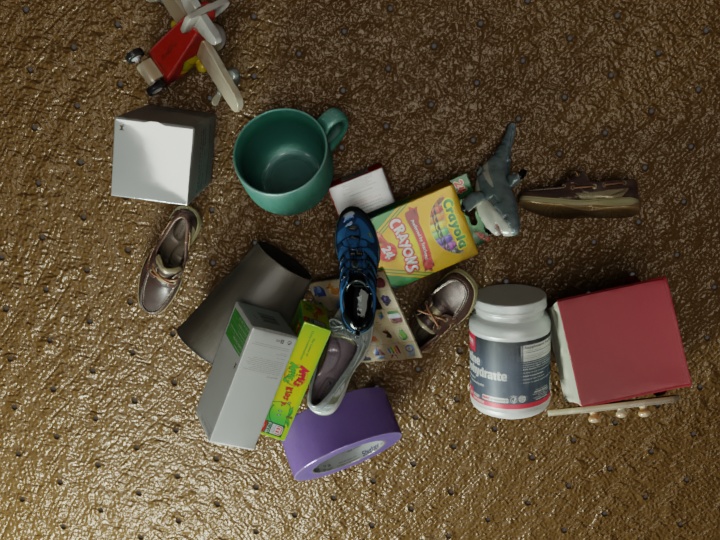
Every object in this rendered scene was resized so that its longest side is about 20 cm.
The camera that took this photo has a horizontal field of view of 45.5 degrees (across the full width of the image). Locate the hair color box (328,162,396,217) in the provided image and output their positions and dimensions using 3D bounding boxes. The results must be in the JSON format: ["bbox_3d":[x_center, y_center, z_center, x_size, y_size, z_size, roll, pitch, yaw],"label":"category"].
[{"bbox_3d":[0.026,-0.069,1.452,0.100,0.061,0.202,-20,104,4],"label":"hair color box"}]

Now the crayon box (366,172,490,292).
[{"bbox_3d":[0.106,-0.063,1.400,0.198,0.051,0.128,-23,105,2],"label":"crayon box"}]

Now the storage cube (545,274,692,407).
[{"bbox_3d":[0.419,0.119,1.425,0.178,0.171,0.202,-13,83,4],"label":"storage cube"}]

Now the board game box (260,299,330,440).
[{"bbox_3d":[-0.110,0.160,1.392,0.047,0.102,0.202,20,104,-13],"label":"board game box"}]

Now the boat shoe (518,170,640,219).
[{"bbox_3d":[0.366,-0.131,1.441,0.197,0.072,0.073,1,75,10],"label":"boat shoe"}]

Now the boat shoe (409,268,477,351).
[{"bbox_3d":[0.126,0.077,1.434,0.072,0.072,0.200,45,136,7],"label":"boat shoe"}]

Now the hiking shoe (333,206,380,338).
[{"bbox_3d":[0.000,0.000,1.328,0.073,0.087,0.203,-5,91,-4],"label":"hiking shoe"}]

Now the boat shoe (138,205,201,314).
[{"bbox_3d":[-0.327,-0.011,1.444,0.072,0.072,0.201,27,104,-8],"label":"boat shoe"}]

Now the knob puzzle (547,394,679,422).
[{"bbox_3d":[0.446,0.234,1.441,0.217,0.220,0.031,-7,80,2],"label":"knob puzzle"}]

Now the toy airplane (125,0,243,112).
[{"bbox_3d":[-0.256,-0.362,1.331,0.198,0.141,0.202,20,123,27],"label":"toy airplane"}]

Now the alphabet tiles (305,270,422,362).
[{"bbox_3d":[-0.006,0.085,1.461,0.198,0.008,0.168,-9,115,39],"label":"alphabet tiles"}]

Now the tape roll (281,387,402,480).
[{"bbox_3d":[-0.034,0.281,1.472,0.198,0.200,0.086,-25,69,6],"label":"tape roll"}]

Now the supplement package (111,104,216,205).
[{"bbox_3d":[-0.305,-0.185,1.348,0.120,0.200,0.121,8,105,-2],"label":"supplement package"}]

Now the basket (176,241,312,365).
[{"bbox_3d":[-0.183,0.063,1.455,0.179,0.136,0.201,30,100,-22],"label":"basket"}]

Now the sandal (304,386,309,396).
[{"bbox_3d":[-0.069,0.142,1.476,0.206,0.059,0.079,-38,108,10],"label":"sandal"}]

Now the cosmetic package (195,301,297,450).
[{"bbox_3d":[-0.182,0.167,1.362,0.084,0.108,0.202,17,101,-29],"label":"cosmetic package"}]

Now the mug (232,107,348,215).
[{"bbox_3d":[-0.103,-0.169,1.382,0.183,0.115,0.154,-6,70,4],"label":"mug"}]

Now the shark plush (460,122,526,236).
[{"bbox_3d":[0.238,-0.142,1.401,0.083,0.201,0.091,-6,140,40],"label":"shark plush"}]

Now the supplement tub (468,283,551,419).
[{"bbox_3d":[0.255,0.137,1.468,0.139,0.140,0.202,-3,105,1],"label":"supplement tub"}]

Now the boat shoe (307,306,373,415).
[{"bbox_3d":[-0.034,0.133,1.381,0.074,0.065,0.204,22,77,12],"label":"boat shoe"}]
